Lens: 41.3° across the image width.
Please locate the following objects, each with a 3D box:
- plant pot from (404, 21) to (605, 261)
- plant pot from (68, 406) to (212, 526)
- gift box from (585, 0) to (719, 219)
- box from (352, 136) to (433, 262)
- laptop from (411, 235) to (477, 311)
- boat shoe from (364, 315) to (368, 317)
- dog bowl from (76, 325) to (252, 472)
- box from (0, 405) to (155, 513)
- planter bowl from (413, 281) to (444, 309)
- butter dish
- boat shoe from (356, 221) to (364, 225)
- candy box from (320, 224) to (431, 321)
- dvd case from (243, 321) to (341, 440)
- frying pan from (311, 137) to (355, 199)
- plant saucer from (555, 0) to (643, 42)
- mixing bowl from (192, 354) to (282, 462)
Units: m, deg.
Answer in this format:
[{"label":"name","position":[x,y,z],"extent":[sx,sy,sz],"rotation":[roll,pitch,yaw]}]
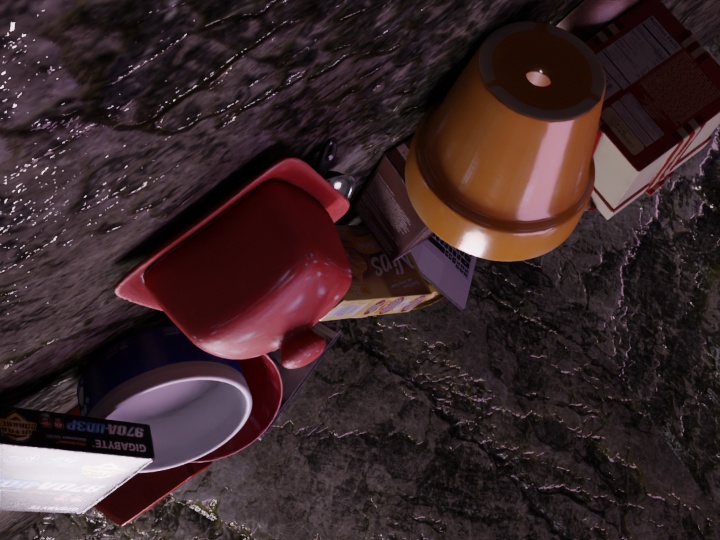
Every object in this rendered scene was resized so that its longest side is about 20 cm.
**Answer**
[{"label":"plant pot","position":[0.157,-0.142,0.967],"extent":[0.200,0.200,0.184],"rotation":[-33,159,-25]},{"label":"plant pot","position":[-0.335,0.263,1.432],"extent":[0.199,0.177,0.200],"rotation":[-35,176,0]},{"label":"gift box","position":[0.304,-0.184,1.143],"extent":[0.199,0.185,0.187],"rotation":[-31,166,-5]},{"label":"box","position":[0.061,-0.091,1.210],"extent":[0.075,0.100,0.200],"rotation":[-34,176,-16]},{"label":"laptop","position":[0.166,-0.075,1.441],"extent":[0.115,0.187,0.201],"rotation":[-10,-127,41]},{"label":"boat shoe","position":[-0.083,0.052,1.395],"extent":[0.199,0.065,0.071],"rotation":[-7,-169,23]},{"label":"dog bowl","position":[-0.237,0.157,1.153],"extent":[0.199,0.079,0.201],"rotation":[-18,145,-13]},{"label":"box","position":[-0.350,0.210,1.036],"extent":[0.199,0.046,0.159],"rotation":[18,135,-44]},{"label":"planter bowl","position":[0.066,-0.040,1.513],"extent":[0.200,0.200,0.084],"rotation":[-33,143,-21]},{"label":"butter dish","position":[-0.083,0.020,0.858],"extent":[0.199,0.148,0.199],"rotation":[-35,163,7]},{"label":"boat shoe","position":[-0.026,-0.034,1.412],"extent":[0.200,0.063,0.074],"rotation":[-22,-158,-12]},{"label":"candy box","position":[0.000,0.000,1.281],"extent":[0.055,0.116,0.199],"rotation":[-37,159,32]},{"label":"dvd case","position":[-0.143,0.132,1.413],"extent":[0.200,0.148,0.016],"rotation":[-52,153,-19]},{"label":"frying pan","position":[-0.061,-0.072,0.944],"extent":[0.115,0.031,0.190],"rotation":[-37,164,-2]},{"label":"plant saucer","position":[0.298,-0.306,1.144],"extent":[0.200,0.037,0.200],"rotation":[-36,175,-4]},{"label":"mixing bowl","position":[-0.218,0.152,1.314],"extent":[0.200,0.201,0.108],"rotation":[-35,-141,-3]}]
